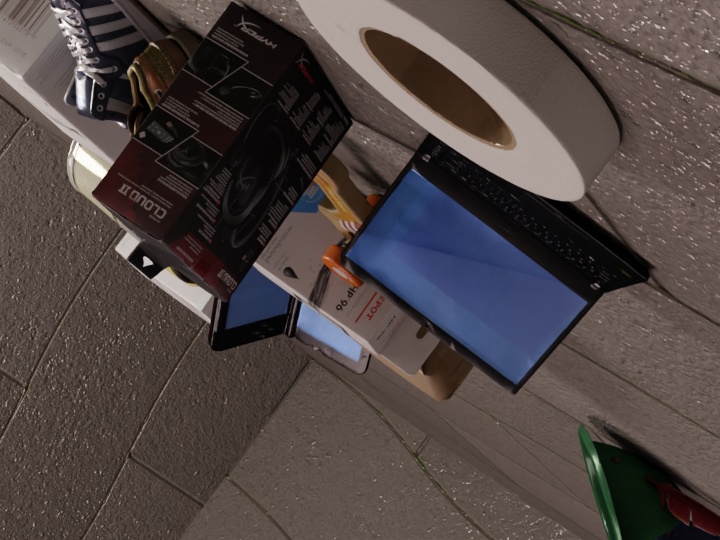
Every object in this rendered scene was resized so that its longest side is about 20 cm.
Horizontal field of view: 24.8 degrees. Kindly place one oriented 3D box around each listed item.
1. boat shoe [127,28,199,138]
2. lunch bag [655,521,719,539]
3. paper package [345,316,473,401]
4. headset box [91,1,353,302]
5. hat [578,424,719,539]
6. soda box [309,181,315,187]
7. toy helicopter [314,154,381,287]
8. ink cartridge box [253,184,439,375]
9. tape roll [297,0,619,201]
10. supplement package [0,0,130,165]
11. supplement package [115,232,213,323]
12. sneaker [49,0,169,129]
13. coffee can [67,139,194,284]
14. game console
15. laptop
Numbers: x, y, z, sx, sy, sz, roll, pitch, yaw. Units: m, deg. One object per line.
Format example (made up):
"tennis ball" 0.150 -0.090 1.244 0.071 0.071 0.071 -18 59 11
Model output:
"boat shoe" -0.183 -0.136 1.501 0.072 0.068 0.200 45 152 29
"lunch bag" 0.366 0.384 1.989 0.132 0.201 0.136 15 167 12
"paper package" 0.037 0.037 1.737 0.190 0.104 0.200 35 174 13
"headset box" -0.106 -0.078 1.246 0.077 0.200 0.149 33 174 23
"hat" 0.364 0.252 1.892 0.166 0.175 0.201 62 -168 -80
"soda box" -0.127 -0.120 1.577 0.200 0.068 0.064 28 144 52
"toy helicopter" 0.005 -0.045 1.458 0.132 0.079 0.200 31 167 39
"ink cartridge box" 0.000 0.000 1.607 0.200 0.116 0.068 34 174 16
"tape roll" 0.051 -0.113 0.897 0.202 0.037 0.203 37 174 5
"supplement package" -0.284 -0.208 1.642 0.117 0.118 0.200 32 172 33
"supplement package" -0.268 -0.020 2.727 0.200 0.152 0.151 34 172 23
"sneaker" -0.252 -0.211 1.490 0.200 0.109 0.070 42 171 -38
"coffee can" -0.229 -0.099 1.932 0.200 0.147 0.146 38 175 27
"game console" -0.076 0.045 1.954 0.119 0.172 0.201 56 148 34
"laptop" 0.088 -0.004 1.172 0.177 0.103 0.200 37 174 -1
